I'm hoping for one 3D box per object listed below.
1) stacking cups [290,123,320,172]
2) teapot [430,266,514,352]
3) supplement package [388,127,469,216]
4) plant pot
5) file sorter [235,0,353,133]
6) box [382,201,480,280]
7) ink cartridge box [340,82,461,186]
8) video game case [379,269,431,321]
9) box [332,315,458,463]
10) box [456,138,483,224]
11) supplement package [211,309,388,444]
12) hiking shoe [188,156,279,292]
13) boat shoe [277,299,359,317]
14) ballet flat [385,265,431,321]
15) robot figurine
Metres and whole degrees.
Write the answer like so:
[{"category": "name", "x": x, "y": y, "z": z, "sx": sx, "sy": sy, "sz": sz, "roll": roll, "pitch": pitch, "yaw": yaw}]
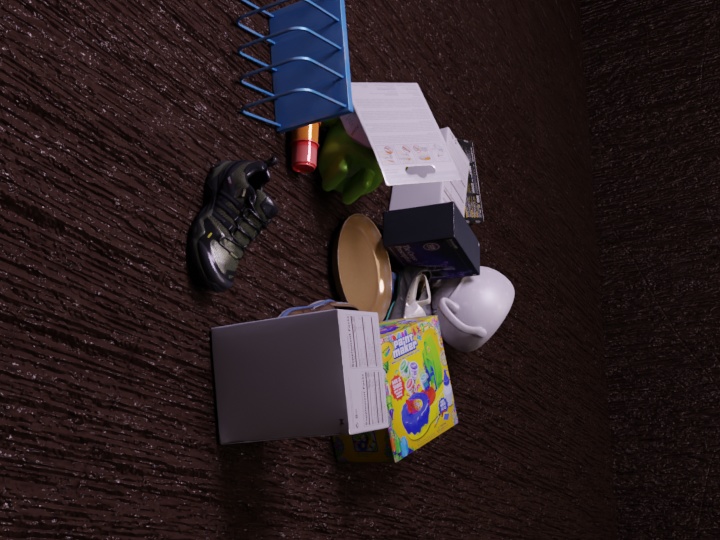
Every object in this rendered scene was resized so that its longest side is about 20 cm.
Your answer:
[{"category": "stacking cups", "x": -0.086, "y": -0.258, "z": 1.390, "sx": 0.060, "sy": 0.060, "sz": 0.201, "roll": 22, "pitch": 65, "yaw": -59}, {"category": "teapot", "x": 0.212, "y": 0.063, "z": 1.762, "sx": 0.146, "sy": 0.200, "sz": 0.198, "roll": 36, "pitch": 67, "yaw": -9}, {"category": "supplement package", "x": 0.142, "y": -0.170, "z": 1.732, "sx": 0.117, "sy": 0.117, "sz": 0.201, "roll": 49, "pitch": 42, "yaw": -46}, {"category": "plant pot", "x": 0.000, "y": 0.000, "z": 1.506, "sx": 0.200, "sy": 0.027, "sz": 0.201, "roll": 27, "pitch": 59, "yaw": -57}, {"category": "file sorter", "x": -0.107, "y": -0.333, "z": 1.286, "sx": 0.123, "sy": 0.138, "sz": 0.201, "roll": 11, "pitch": 72, "yaw": -58}, {"category": "box", "x": 0.140, "y": -0.051, "z": 1.636, "sx": 0.200, "sy": 0.141, "sz": 0.079, "roll": 44, "pitch": 41, "yaw": -60}, {"category": "ink cartridge box", "x": 0.061, "y": -0.219, "z": 1.404, "sx": 0.162, "sy": 0.050, "sz": 0.201, "roll": -8, "pitch": 69, "yaw": -35}, {"category": "video game case", "x": 0.093, "y": 0.086, "z": 1.666, "sx": 0.200, "sy": 0.017, "sz": 0.144, "roll": 21, "pitch": 64, "yaw": -59}, {"category": "box", "x": 0.045, "y": 0.192, "z": 1.404, "sx": 0.200, "sy": 0.122, "sz": 0.193, "roll": -17, "pitch": 97, "yaw": -53}, {"category": "box", "x": 0.227, "y": -0.205, "z": 1.981, "sx": 0.160, "sy": 0.049, "sz": 0.201, "roll": -8, "pitch": 89, "yaw": -60}, {"category": "supplement package", "x": -0.081, "y": 0.140, "z": 1.119, "sx": 0.111, "sy": 0.199, "sz": 0.156, "roll": 9, "pitch": 73, "yaw": -62}, {"category": "hiking shoe", "x": -0.163, "y": -0.068, "z": 1.134, "sx": 0.076, "sy": 0.100, "sz": 0.201, "roll": 40, "pitch": 48, "yaw": -51}, {"category": "boat shoe", "x": -0.065, "y": 0.082, "z": 1.305, "sx": 0.200, "sy": 0.072, "sz": 0.072, "roll": -34, "pitch": 111, "yaw": -61}, {"category": "ballet flat", "x": 0.091, "y": 0.065, "z": 1.573, "sx": 0.068, "sy": 0.068, "sz": 0.200, "roll": 65, "pitch": 31, "yaw": -44}, {"category": "robot figurine", "x": -0.005, "y": -0.210, "z": 1.463, "sx": 0.175, "sy": 0.116, "sz": 0.200, "roll": 31, "pitch": 48, "yaw": -16}]
